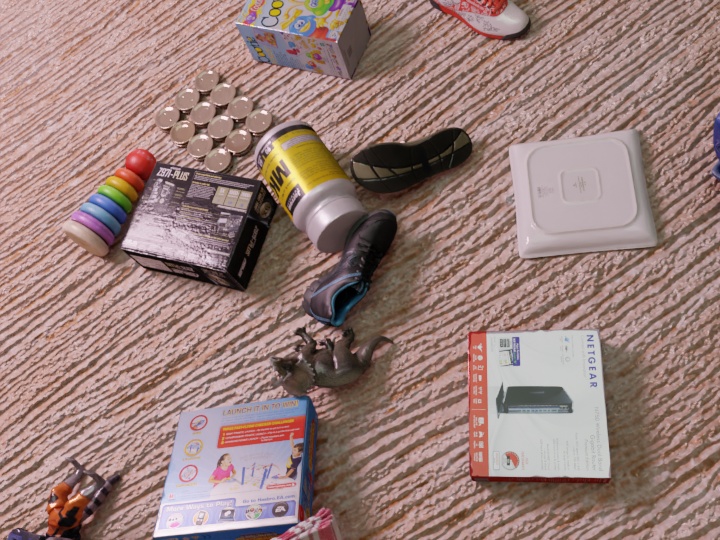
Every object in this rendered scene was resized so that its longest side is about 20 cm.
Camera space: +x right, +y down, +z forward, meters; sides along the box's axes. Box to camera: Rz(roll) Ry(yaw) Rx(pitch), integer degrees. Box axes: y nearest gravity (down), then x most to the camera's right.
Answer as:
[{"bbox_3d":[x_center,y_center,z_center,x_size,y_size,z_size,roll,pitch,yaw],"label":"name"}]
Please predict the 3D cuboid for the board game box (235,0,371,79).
[{"bbox_3d":[-0.098,-0.424,1.345,0.199,0.105,0.103,16,71,19],"label":"board game box"}]

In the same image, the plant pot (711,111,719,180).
[{"bbox_3d":[0.602,-0.175,1.021,0.200,0.180,0.200,40,82,25],"label":"plant pot"}]

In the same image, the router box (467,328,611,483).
[{"bbox_3d":[0.236,0.181,1.031,0.179,0.049,0.201,-3,66,13],"label":"router box"}]

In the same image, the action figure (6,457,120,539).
[{"bbox_3d":[-0.408,0.378,1.079,0.200,0.105,0.194,5,71,43],"label":"action figure"}]

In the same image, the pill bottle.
[{"bbox_3d":[-0.076,-0.131,1.207,0.114,0.114,0.200,-34,63,-2],"label":"pill bottle"}]

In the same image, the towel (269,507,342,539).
[{"bbox_3d":[-0.112,0.386,0.954,0.199,0.147,0.030,-21,39,-15],"label":"towel"}]

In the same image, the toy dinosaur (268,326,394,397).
[{"bbox_3d":[-0.047,0.135,1.107,0.199,0.077,0.102,2,49,-22],"label":"toy dinosaur"}]

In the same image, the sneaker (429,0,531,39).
[{"bbox_3d":[0.193,-0.467,1.289,0.201,0.108,0.067,33,78,24],"label":"sneaker"}]

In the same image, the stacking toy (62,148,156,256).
[{"bbox_3d":[-0.417,-0.126,1.313,0.085,0.085,0.200,24,70,22],"label":"stacking toy"}]

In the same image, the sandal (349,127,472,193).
[{"bbox_3d":[0.081,-0.174,1.221,0.200,0.057,0.080,-15,101,-10],"label":"sandal"}]

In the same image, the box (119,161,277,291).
[{"bbox_3d":[-0.261,-0.073,1.243,0.199,0.086,0.164,11,70,18],"label":"box"}]

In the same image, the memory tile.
[{"bbox_3d":[-0.264,-0.266,1.367,0.200,0.017,0.153,40,81,24],"label":"memory tile"}]

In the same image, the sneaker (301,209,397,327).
[{"bbox_3d":[0.000,0.000,1.144,0.200,0.073,0.082,-55,35,-3],"label":"sneaker"}]

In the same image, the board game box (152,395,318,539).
[{"bbox_3d":[-0.163,0.277,1.046,0.199,0.056,0.196,-9,43,10],"label":"board game box"}]

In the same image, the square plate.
[{"bbox_3d":[0.330,-0.121,1.150,0.197,0.028,0.201,-5,66,11],"label":"square plate"}]
